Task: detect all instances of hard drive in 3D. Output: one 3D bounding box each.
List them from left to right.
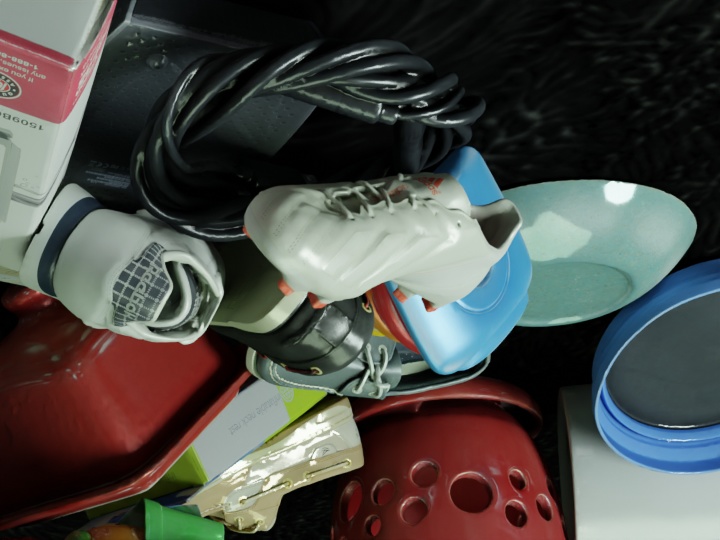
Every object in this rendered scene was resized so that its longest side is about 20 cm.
[{"bbox_3d":[-0.110,-0.086,0.900,0.134,0.043,0.200,9,152,-28],"label":"hard drive"}]

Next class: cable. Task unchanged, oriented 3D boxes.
[{"bbox_3d":[-0.026,-0.064,0.855,0.162,0.051,0.199,-24,156,26],"label":"cable"}]

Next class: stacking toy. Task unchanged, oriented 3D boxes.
[{"bbox_3d":[0.000,0.000,1.052,0.199,0.116,0.110,-4,123,45],"label":"stacking toy"}]

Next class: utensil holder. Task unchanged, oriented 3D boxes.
[{"bbox_3d":[0.269,0.170,1.379,0.198,0.172,0.170,-4,156,2],"label":"utensil holder"}]

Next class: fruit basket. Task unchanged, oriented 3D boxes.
[{"bbox_3d":[-0.194,0.200,1.107,0.198,0.095,0.185,11,155,-17],"label":"fruit basket"}]

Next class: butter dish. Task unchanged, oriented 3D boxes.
[{"bbox_3d":[-0.191,0.068,1.119,0.199,0.149,0.200,-19,-163,34],"label":"butter dish"}]

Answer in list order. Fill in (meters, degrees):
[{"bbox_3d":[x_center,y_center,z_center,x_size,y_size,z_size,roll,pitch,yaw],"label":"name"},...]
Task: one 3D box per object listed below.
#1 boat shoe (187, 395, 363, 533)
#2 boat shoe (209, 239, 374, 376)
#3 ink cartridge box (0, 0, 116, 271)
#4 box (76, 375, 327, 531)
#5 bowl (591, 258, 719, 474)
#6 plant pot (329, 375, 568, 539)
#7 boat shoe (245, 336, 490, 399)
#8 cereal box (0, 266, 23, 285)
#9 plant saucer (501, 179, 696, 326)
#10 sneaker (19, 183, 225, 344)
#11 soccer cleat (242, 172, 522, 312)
[{"bbox_3d":[-0.083,0.168,1.274,0.199,0.070,0.074,-27,-174,-17],"label":"boat shoe"},{"bbox_3d":[-0.051,0.018,0.988,0.063,0.074,0.201,40,173,-20],"label":"boat shoe"},{"bbox_3d":[-0.198,-0.095,0.765,0.145,0.083,0.200,20,150,-8],"label":"ink cartridge box"},{"bbox_3d":[-0.124,0.126,1.236,0.121,0.048,0.200,-22,-174,33],"label":"box"},{"bbox_3d":[0.266,0.071,1.232,0.198,0.040,0.202,-6,132,-7],"label":"bowl"},{"bbox_3d":[0.069,0.192,1.372,0.198,0.184,0.201,-4,157,-2],"label":"plant pot"},{"bbox_3d":[0.011,0.054,1.146,0.199,0.062,0.073,-2,119,-44],"label":"boat shoe"},{"bbox_3d":[-0.238,-0.021,0.970,0.198,0.040,0.143,13,172,-33],"label":"cereal box"},{"bbox_3d":[0.133,0.000,1.135,0.198,0.039,0.201,-4,155,-2],"label":"plant saucer"},{"bbox_3d":[-0.107,0.011,0.887,0.080,0.077,0.200,24,-177,15],"label":"sneaker"},{"bbox_3d":[0.013,-0.023,0.858,0.078,0.070,0.199,-43,155,22],"label":"soccer cleat"}]
